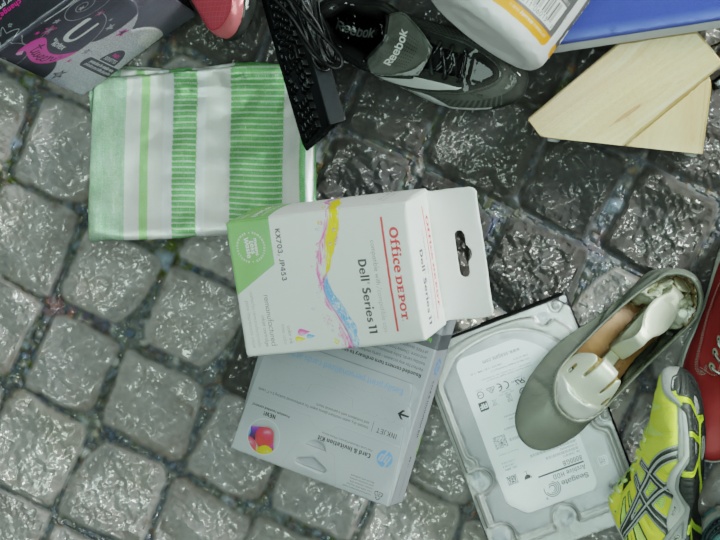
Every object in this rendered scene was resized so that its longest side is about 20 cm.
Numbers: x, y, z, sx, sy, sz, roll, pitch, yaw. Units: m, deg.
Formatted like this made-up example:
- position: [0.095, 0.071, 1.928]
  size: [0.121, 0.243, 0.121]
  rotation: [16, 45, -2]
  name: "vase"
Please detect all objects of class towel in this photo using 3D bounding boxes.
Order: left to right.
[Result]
- position: [-0.135, -0.104, 1.728]
  size: [0.198, 0.023, 0.154]
  rotation: [-2, 82, 6]
  name: "towel"

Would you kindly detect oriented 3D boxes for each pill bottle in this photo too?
- position: [0.152, -0.269, 1.603]
  size: [0.116, 0.116, 0.201]
  rotation: [36, 86, 2]
  name: "pill bottle"

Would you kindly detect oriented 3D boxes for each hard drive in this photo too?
- position: [0.146, 0.136, 1.725]
  size: [0.139, 0.038, 0.201]
  rotation: [-20, 93, 8]
  name: "hard drive"
- position: [0.225, -0.252, 1.649]
  size: [0.198, 0.025, 0.133]
  rotation: [-7, 70, 19]
  name: "hard drive"

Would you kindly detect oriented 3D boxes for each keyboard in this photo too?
- position: [-0.064, -0.206, 1.669]
  size: [0.039, 0.104, 0.202]
  rotation: [-11, 78, -28]
  name: "keyboard"

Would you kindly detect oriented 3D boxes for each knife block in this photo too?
- position: [0.245, -0.187, 1.676]
  size: [0.198, 0.064, 0.177]
  rotation: [6, 94, 6]
  name: "knife block"

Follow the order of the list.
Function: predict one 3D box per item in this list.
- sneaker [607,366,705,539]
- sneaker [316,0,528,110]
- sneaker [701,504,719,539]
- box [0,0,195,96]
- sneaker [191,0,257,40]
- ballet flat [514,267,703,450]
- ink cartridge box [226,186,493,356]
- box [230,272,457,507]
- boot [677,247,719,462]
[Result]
- position: [0.241, 0.176, 1.657]
  size: [0.076, 0.075, 0.202]
  rotation: [7, 104, 18]
  name: "sneaker"
- position: [0.043, -0.180, 1.684]
  size: [0.199, 0.090, 0.067]
  rotation: [20, 97, 4]
  name: "sneaker"
- position: [0.350, 0.289, 1.689]
  size: [0.078, 0.086, 0.200]
  rotation: [-42, 89, 9]
  name: "sneaker"
- position: [-0.239, -0.234, 1.646]
  size: [0.132, 0.200, 0.115]
  rotation: [-35, 78, 7]
  name: "box"
- position: [-0.154, -0.278, 1.680]
  size: [0.074, 0.086, 0.201]
  rotation: [-37, 71, 48]
  name: "sneaker"
- position: [0.206, 0.069, 1.669]
  size: [0.200, 0.064, 0.067]
  rotation: [-44, 97, -13]
  name: "ballet flat"
- position: [0.000, 0.000, 1.647]
  size: [0.198, 0.067, 0.118]
  rotation: [-6, 99, 20]
  name: "ink cartridge box"
- position: [-0.010, 0.080, 1.717]
  size: [0.155, 0.041, 0.202]
  rotation: [18, 95, 20]
  name: "box"
- position: [0.305, 0.067, 1.649]
  size: [0.072, 0.144, 0.202]
  rotation: [12, 97, 3]
  name: "boot"
